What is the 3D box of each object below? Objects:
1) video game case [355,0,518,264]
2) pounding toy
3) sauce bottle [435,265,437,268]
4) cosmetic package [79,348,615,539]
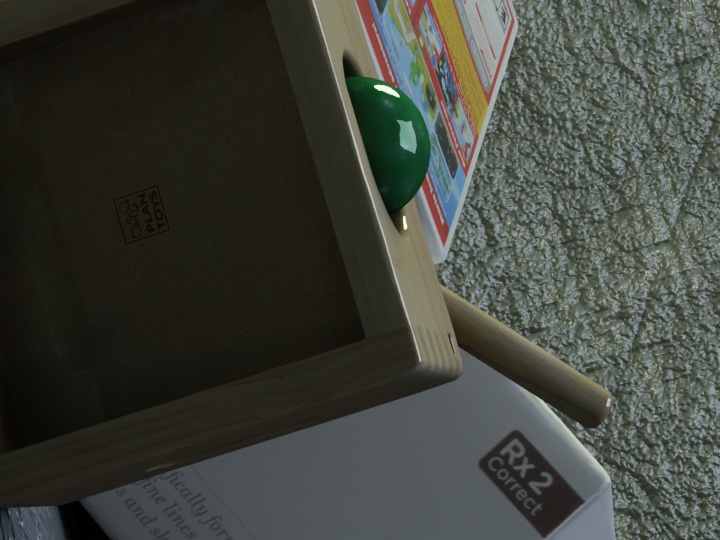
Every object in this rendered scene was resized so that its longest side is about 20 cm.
[{"bbox_3d":[0.025,-0.115,1.263,0.200,0.017,0.144,-71,146,-55],"label":"video game case"},{"bbox_3d":[-0.039,-0.009,1.019,0.142,0.199,0.185,19,54,-80],"label":"pounding toy"},{"bbox_3d":[0.000,0.000,1.411,0.200,0.066,0.066,115,-39,-66],"label":"sauce bottle"},{"bbox_3d":[-0.003,0.104,1.262,0.165,0.165,0.200,46,-7,16],"label":"cosmetic package"}]
